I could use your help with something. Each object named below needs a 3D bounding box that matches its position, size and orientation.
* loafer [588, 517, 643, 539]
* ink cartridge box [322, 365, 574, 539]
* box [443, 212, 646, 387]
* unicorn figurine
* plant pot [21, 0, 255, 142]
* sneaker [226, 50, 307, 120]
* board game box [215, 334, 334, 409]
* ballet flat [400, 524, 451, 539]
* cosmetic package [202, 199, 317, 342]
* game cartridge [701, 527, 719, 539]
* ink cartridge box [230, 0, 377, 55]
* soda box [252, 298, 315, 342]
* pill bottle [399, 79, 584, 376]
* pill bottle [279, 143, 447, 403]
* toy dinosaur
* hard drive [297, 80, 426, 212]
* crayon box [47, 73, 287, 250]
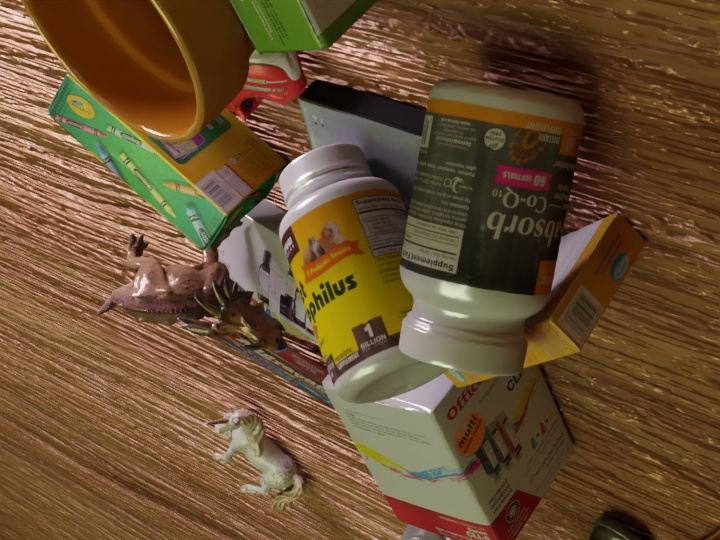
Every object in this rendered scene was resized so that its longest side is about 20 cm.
[{"bbox_3d":[0.260,0.334,1.358,0.075,0.070,0.201,29,148,22],"label":"loafer"},{"bbox_3d":[0.088,0.141,1.229,0.144,0.145,0.201,9,138,44],"label":"ink cartridge box"},{"bbox_3d":[0.137,0.030,1.049,0.041,0.119,0.200,42,152,-10],"label":"box"},{"bbox_3d":[-0.150,0.248,1.749,0.199,0.074,0.137,35,144,-18],"label":"unicorn figurine"},{"bbox_3d":[-0.129,-0.230,0.947,0.200,0.183,0.201,35,153,21],"label":"plant pot"},{"bbox_3d":[-0.127,-0.173,1.138,0.199,0.077,0.085,7,136,46],"label":"sneaker"},{"bbox_3d":[-0.074,0.112,1.451,0.199,0.020,0.103,32,163,-10],"label":"board game box"},{"bbox_3d":[0.136,0.369,1.561,0.199,0.064,0.068,26,148,26],"label":"ballet flat"},{"bbox_3d":[-0.081,-0.009,1.259,0.200,0.050,0.083,30,119,42],"label":"cosmetic package"},{"bbox_3d":[0.412,0.311,1.190,0.199,0.032,0.177,36,150,6],"label":"game cartridge"},{"bbox_3d":[-0.046,-0.268,0.840,0.075,0.148,0.201,6,135,46],"label":"ink cartridge box"},{"bbox_3d":[-0.069,0.023,1.345,0.199,0.064,0.068,17,143,38],"label":"soda box"},{"bbox_3d":[0.091,-0.032,0.929,0.116,0.116,0.202,15,99,39],"label":"pill bottle"},{"bbox_3d":[0.000,0.000,1.053,0.109,0.109,0.201,121,132,-61],"label":"pill bottle"},{"bbox_3d":[-0.173,0.026,1.224,0.198,0.136,0.086,-7,128,7],"label":"toy dinosaur"},{"bbox_3d":[0.026,-0.068,1.140,0.139,0.033,0.201,21,145,32],"label":"hard drive"},{"bbox_3d":[-0.181,-0.126,1.213,0.200,0.119,0.058,41,130,1],"label":"crayon box"}]
